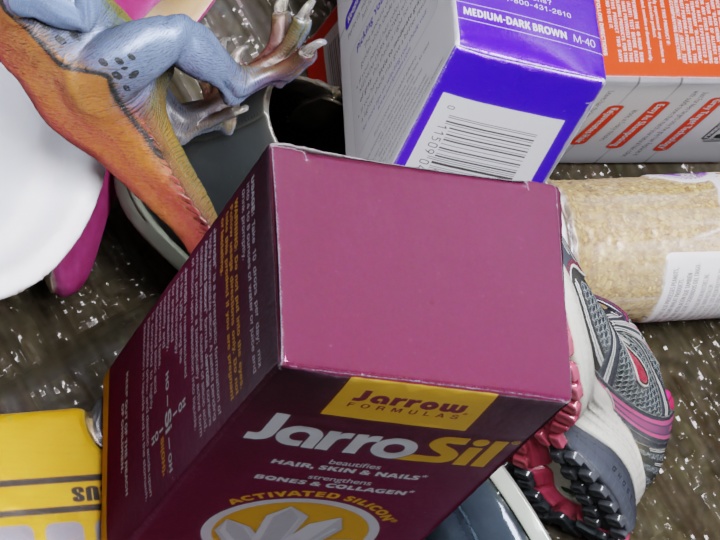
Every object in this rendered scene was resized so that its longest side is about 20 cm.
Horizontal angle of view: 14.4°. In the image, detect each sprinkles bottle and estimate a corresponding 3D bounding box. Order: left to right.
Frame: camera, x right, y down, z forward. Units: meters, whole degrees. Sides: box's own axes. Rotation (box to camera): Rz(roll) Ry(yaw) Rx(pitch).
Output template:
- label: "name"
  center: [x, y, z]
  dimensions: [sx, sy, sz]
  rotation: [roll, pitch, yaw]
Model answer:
- label: "sprinkles bottle"
  center: [0.143, -0.011, 1.252]
  dimensions: [0.199, 0.068, 0.069]
  rotation: [-3, 73, -21]

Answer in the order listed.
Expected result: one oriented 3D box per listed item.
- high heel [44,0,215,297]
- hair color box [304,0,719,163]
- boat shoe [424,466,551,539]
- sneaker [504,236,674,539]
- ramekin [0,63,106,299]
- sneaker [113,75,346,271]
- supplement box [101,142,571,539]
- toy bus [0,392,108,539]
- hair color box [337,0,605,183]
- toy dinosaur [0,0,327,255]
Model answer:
- label: "high heel"
  center: [-0.090, -0.078, 1.194]
  dimensions: [0.095, 0.067, 0.201]
  rotation: [4, 57, -7]
- label: "hair color box"
  center: [0.086, -0.091, 1.241]
  dimensions: [0.199, 0.102, 0.062]
  rotation: [0, 71, -21]
- label: "boat shoe"
  center: [0.051, 0.124, 1.121]
  dimensions: [0.062, 0.075, 0.200]
  rotation: [-35, 72, -4]
- label: "sneaker"
  center: [0.078, 0.031, 1.162]
  dimensions: [0.080, 0.200, 0.075]
  rotation: [18, 62, 28]
- label: "ramekin"
  center: [-0.193, -0.077, 1.047]
  dimensions: [0.200, 0.097, 0.202]
  rotation: [23, 61, -48]
- label: "sneaker"
  center: [0.000, 0.000, 1.155]
  dimensions: [0.200, 0.106, 0.075]
  rotation: [37, 61, -26]
- label: "supplement box"
  center: [-0.015, 0.043, 1.029]
  dimensions: [0.110, 0.200, 0.086]
  rotation: [8, 61, -20]
- label: "toy bus"
  center: [-0.132, 0.096, 1.113]
  dimensions: [0.199, 0.065, 0.079]
  rotation: [-3, 68, -24]
- label: "hair color box"
  center: [0.037, -0.109, 1.080]
  dimensions: [0.064, 0.110, 0.201]
  rotation: [11, 46, -18]
- label: "toy dinosaur"
  center: [-0.106, -0.089, 1.017]
  dimensions: [0.181, 0.105, 0.202]
  rotation: [7, 81, -33]
